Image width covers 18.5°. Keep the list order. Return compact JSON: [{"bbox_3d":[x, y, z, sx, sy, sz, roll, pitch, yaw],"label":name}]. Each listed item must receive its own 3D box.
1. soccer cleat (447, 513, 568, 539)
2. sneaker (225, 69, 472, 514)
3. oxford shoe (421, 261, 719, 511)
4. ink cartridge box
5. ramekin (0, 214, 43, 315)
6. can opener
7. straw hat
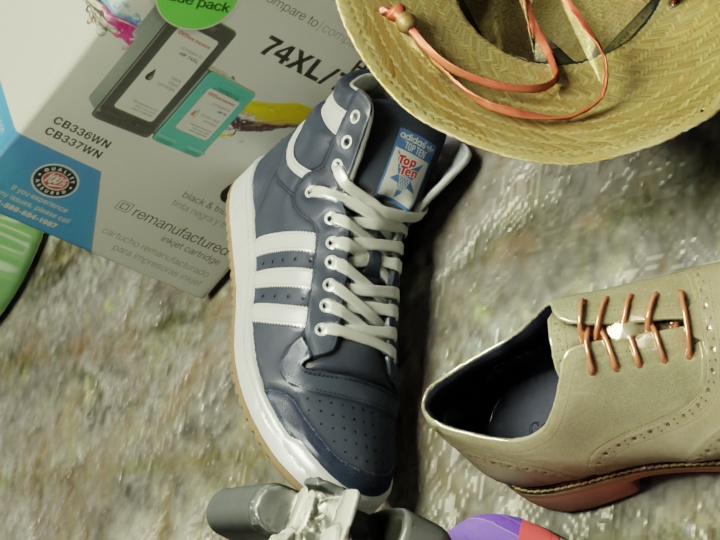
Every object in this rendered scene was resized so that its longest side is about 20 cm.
[{"bbox_3d":[0.075,0.140,0.751,0.068,0.073,0.200,-36,42,-1],"label":"soccer cleat"},{"bbox_3d":[0.000,0.000,0.934,0.108,0.070,0.201,-44,39,30],"label":"sneaker"},{"bbox_3d":[0.107,0.034,0.780,0.200,0.074,0.071,-31,49,38],"label":"oxford shoe"},{"bbox_3d":[-0.085,-0.123,1.040,0.200,0.146,0.147,-48,40,24],"label":"ink cartridge box"},{"bbox_3d":[-0.259,-0.043,1.251,0.199,0.097,0.201,-27,52,40],"label":"ramekin"},{"bbox_3d":[-0.025,0.114,0.855,0.053,0.066,0.200,-67,14,-12],"label":"can opener"},{"bbox_3d":[0.078,-0.112,0.880,0.085,0.199,0.202,90,-178,-64],"label":"straw hat"}]
